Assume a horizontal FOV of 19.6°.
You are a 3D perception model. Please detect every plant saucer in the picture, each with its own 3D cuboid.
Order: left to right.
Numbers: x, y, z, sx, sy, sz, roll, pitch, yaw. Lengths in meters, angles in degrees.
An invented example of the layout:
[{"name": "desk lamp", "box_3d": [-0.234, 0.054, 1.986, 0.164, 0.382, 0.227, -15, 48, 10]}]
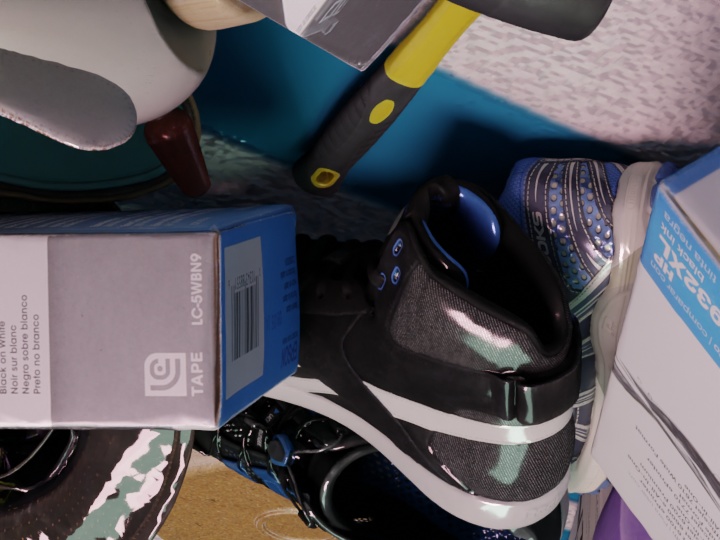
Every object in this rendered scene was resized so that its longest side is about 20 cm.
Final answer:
[{"name": "plant saucer", "box_3d": [-0.025, 0.101, 0.940, 0.198, 0.036, 0.201, 5, 151, 3]}]

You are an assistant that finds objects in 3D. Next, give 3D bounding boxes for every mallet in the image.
[{"name": "mallet", "box_3d": [0.027, -0.067, 0.698, 0.065, 0.041, 0.200, 14, 155, -8]}]

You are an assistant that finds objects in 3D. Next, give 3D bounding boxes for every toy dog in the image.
[{"name": "toy dog", "box_3d": [-0.100, -0.051, 0.606, 0.199, 0.097, 0.132, -23, -171, -33]}]

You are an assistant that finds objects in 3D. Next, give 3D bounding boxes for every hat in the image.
[{"name": "hat", "box_3d": [-0.144, 0.027, 0.818, 0.199, 0.081, 0.202, 4, 110, 10]}]

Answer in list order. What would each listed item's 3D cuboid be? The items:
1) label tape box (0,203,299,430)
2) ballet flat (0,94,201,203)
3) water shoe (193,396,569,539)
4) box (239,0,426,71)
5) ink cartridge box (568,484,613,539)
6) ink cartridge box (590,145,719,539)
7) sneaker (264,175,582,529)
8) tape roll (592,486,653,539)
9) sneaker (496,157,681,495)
[{"name": "label tape box", "box_3d": [-0.128, 0.012, 0.682, 0.198, 0.064, 0.144, 0, -176, 8]}, {"name": "ballet flat", "box_3d": [-0.152, -0.065, 0.723, 0.198, 0.069, 0.063, 10, 180, -3]}, {"name": "water shoe", "box_3d": [-0.013, 0.061, 0.815, 0.199, 0.072, 0.079, 21, -168, 10]}, {"name": "box", "box_3d": [-0.029, -0.154, 0.457, 0.199, 0.050, 0.158, 28, 116, -35]}, {"name": "ink cartridge box", "box_3d": [0.176, 0.146, 1.008, 0.145, 0.085, 0.200, 4, 151, 3]}, {"name": "ink cartridge box", "box_3d": [0.165, 0.017, 0.703, 0.144, 0.084, 0.200, -31, 156, -16]}, {"name": "sneaker", "box_3d": [0.000, 0.000, 0.765, 0.199, 0.073, 0.113, 29, 134, 23]}, {"name": "tape roll", "box_3d": [0.194, 0.123, 0.838, 0.198, 0.202, 0.085, 6, 153, -1]}, {"name": "sneaker", "box_3d": [0.075, 0.017, 0.818, 0.084, 0.077, 0.201, 14, 145, 5]}]
